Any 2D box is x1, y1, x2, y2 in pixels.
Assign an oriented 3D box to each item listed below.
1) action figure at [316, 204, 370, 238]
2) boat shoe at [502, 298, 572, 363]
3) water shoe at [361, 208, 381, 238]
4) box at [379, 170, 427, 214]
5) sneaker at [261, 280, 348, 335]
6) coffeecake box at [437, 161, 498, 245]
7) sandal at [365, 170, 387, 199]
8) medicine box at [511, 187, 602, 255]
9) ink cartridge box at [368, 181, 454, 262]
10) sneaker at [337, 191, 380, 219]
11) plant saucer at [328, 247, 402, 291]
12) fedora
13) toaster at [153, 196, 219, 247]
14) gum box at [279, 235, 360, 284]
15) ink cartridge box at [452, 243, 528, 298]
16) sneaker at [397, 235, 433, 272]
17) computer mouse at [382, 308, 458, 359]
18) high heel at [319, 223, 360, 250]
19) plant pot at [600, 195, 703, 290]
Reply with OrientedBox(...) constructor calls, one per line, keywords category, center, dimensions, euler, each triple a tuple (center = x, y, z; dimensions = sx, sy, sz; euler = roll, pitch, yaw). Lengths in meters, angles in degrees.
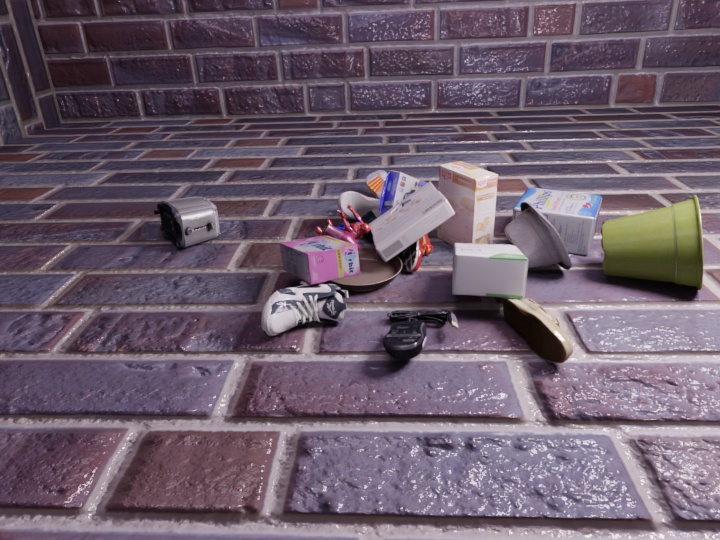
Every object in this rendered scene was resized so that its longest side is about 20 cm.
OrientedBox(category="action figure", center=(-0.049, -0.133, 1.428), dimensions=(0.065, 0.100, 0.199), euler=(-38, 28, -29))
OrientedBox(category="boat shoe", center=(0.339, 0.102, 1.011), dimensions=(0.064, 0.073, 0.200), euler=(-10, 22, -12))
OrientedBox(category="water shoe", center=(0.040, -0.105, 1.474), dimensions=(0.078, 0.072, 0.200), euler=(-26, 23, 2))
OrientedBox(category="box", center=(0.119, -0.202, 1.503), dimensions=(0.041, 0.121, 0.199), euler=(16, 7, 30))
OrientedBox(category="sneaker", center=(-0.097, 0.075, 1.085), dimensions=(0.128, 0.080, 0.199), euler=(3, 15, 31))
OrientedBox(category="coffeecake box", center=(0.270, -0.162, 1.396), dimensions=(0.072, 0.202, 0.153), euler=(-15, 29, -23))
OrientedBox(category="sandal", center=(0.080, -0.242, 1.747), dimensions=(0.078, 0.060, 0.208), euler=(-24, 51, -7))
OrientedBox(category="medicine box", center=(0.516, -0.135, 1.432), dimensions=(0.198, 0.104, 0.182), euler=(12, 30, 25))
OrientedBox(category="ink cartridge box", center=(0.119, -0.123, 1.327), dimensions=(0.199, 0.045, 0.177), euler=(-35, 22, 9))
OrientedBox(category="sneaker", center=(-0.024, -0.192, 1.592), dimensions=(0.104, 0.076, 0.199), euler=(15, 9, 36))
OrientedBox(category="plant saucer", center=(0.000, 0.000, 1.286), dimensions=(0.198, 0.032, 0.201), euler=(-1, 26, 1))
OrientedBox(category="fedora", center=(0.403, -0.066, 1.278), dimensions=(0.090, 0.177, 0.201), euler=(-30, 34, 9))
OrientedBox(category="toaster", center=(-0.483, -0.142, 1.525), dimensions=(0.128, 0.115, 0.199), euler=(-17, 27, -35))
OrientedBox(category="gum box", center=(-0.096, -0.029, 1.201), dimensions=(0.112, 0.067, 0.200), euler=(-12, 15, -24))
OrientedBox(category="ink cartridge box", center=(0.269, -0.005, 1.158), dimensions=(0.143, 0.089, 0.200), euler=(3, 12, 9))
OrientedBox(category="sneaker", center=(0.146, -0.062, 1.357), dimensions=(0.084, 0.077, 0.201), euler=(32, 36, -18))
OrientedBox(category="computer mouse", center=(0.116, 0.123, 1.019), dimensions=(0.139, 0.047, 0.200), euler=(-4, 14, 7))
OrientedBox(category="high heel", center=(-0.060, -0.067, 1.380), dimensions=(0.096, 0.068, 0.200), euler=(34, -5, -7))
OrientedBox(category="plant pot", center=(0.637, -0.053, 1.199), dimensions=(0.188, 0.202, 0.200), euler=(-4, 23, 28))
